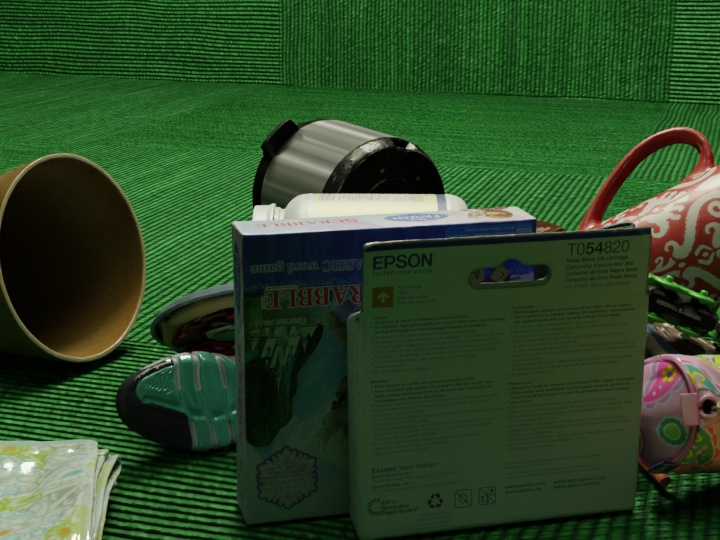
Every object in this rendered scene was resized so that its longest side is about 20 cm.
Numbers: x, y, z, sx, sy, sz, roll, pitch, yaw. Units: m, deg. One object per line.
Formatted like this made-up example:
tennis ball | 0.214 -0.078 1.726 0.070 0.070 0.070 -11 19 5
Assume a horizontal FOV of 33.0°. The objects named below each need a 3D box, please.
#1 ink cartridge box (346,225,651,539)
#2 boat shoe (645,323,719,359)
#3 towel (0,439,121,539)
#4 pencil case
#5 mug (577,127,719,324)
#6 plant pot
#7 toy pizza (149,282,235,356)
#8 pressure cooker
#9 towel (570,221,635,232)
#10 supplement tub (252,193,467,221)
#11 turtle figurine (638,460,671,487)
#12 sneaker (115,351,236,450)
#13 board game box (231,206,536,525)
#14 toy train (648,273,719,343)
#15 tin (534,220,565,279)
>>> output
ink cartridge box | 0.089 0.069 0.792 0.199 0.201 0.041 -3 16 -14
boat shoe | 0.261 0.086 0.997 0.072 0.072 0.200 1 24 -17
towel | -0.256 0.155 0.759 0.199 0.048 0.171 -2 15 -6
pencil case | 0.282 0.100 0.856 0.199 0.088 0.087 4 12 -25
mug | 0.282 -0.022 1.130 0.200 0.134 0.178 -25 37 13
plant pot | -0.336 -0.003 1.132 0.199 0.187 0.186 -6 10 31
toy pizza | -0.073 0.051 1.005 0.199 0.032 0.200 -5 -19 -2
pressure cooker | -0.023 -0.080 1.380 0.178 0.176 0.200 -6 20 -36
towel | 0.105 -0.012 0.987 0.199 0.022 0.147 -11 1 -12
supplement tub | 0.000 0.000 1.144 0.199 0.145 0.145 0 15 -1
turtle figurine | 0.168 0.064 0.910 0.161 0.064 0.200 25 32 -19
sneaker | -0.108 0.100 0.960 0.200 0.075 0.087 -3 -4 -34
board game box | 0.016 0.062 0.815 0.199 0.200 0.041 -4 16 -14
toy train | 0.310 0.053 0.970 0.200 0.042 0.056 23 9 0
tin | 0.151 0.014 1.151 0.042 0.112 0.200 18 17 23
